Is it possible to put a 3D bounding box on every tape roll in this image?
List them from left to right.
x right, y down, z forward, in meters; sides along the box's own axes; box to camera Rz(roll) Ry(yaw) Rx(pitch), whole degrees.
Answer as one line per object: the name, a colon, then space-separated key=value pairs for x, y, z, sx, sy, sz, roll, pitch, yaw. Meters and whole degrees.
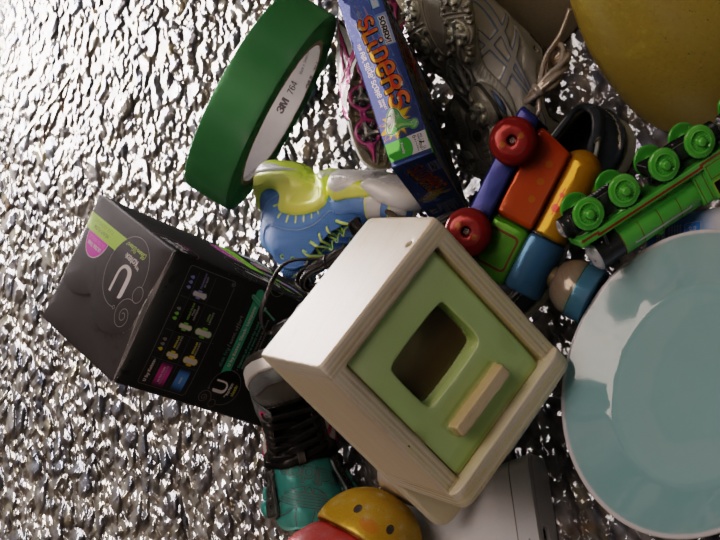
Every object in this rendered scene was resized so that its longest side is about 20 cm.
tape roll: x=-0.090 y=-0.155 z=1.231 sx=0.048 sy=0.200 sz=0.202 roll=29 pitch=97 yaw=3

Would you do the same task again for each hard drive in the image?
hard drive: x=0.064 y=0.233 z=1.021 sx=0.199 sy=0.027 sz=0.134 roll=-28 pitch=55 yaw=36

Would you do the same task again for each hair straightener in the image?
hair straightener: x=0.000 y=0.000 z=1.078 sx=0.198 sy=0.041 sz=0.078 roll=-26 pitch=55 yaw=22

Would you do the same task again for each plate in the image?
plate: x=0.216 y=0.073 z=0.867 sx=0.199 sy=0.025 sz=0.203 roll=-21 pitch=59 yaw=40

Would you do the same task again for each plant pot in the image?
plant pot: x=0.225 y=-0.216 z=0.956 sx=0.198 sy=0.141 sz=0.203 roll=-20 pitch=60 yaw=38

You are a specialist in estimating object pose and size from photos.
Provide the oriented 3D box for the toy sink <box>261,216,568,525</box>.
toy sink: x=0.055 y=0.078 z=0.931 sx=0.131 sy=0.200 sz=0.112 roll=-50 pitch=22 yaw=-17

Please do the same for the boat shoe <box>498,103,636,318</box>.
boat shoe: x=0.135 y=-0.037 z=1.032 sx=0.201 sy=0.061 sz=0.075 roll=-54 pitch=50 yaw=17

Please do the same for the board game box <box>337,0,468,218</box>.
board game box: x=0.037 y=-0.123 z=1.050 sx=0.034 sy=0.200 sz=0.137 roll=-20 pitch=77 yaw=8

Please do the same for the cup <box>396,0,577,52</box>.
cup: x=0.089 y=-0.280 z=1.121 sx=0.199 sy=0.142 sz=0.203 roll=-20 pitch=61 yaw=40

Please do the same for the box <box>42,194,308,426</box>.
box: x=-0.149 y=0.040 z=1.191 sx=0.148 sy=0.199 sz=0.126 roll=30 pitch=96 yaw=48

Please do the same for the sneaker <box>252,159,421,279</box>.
sneaker: x=-0.021 y=-0.039 z=1.203 sx=0.199 sy=0.075 sz=0.107 roll=13 pitch=101 yaw=47

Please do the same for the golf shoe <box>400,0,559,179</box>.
golf shoe: x=0.097 y=-0.178 z=1.059 sx=0.078 sy=0.097 sz=0.203 roll=-2 pitch=109 yaw=54

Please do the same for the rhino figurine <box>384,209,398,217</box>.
rhino figurine: x=0.021 y=0.049 z=1.102 sx=0.087 sy=0.059 sz=0.203 roll=-10 pitch=77 yaw=43

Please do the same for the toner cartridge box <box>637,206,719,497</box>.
toner cartridge box: x=0.238 y=0.060 z=0.901 sx=0.094 sy=0.043 sz=0.203 roll=-11 pitch=66 yaw=42

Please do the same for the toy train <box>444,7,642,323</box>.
toy train: x=0.150 y=-0.072 z=0.951 sx=0.115 sy=0.085 sz=0.202 roll=29 pitch=96 yaw=15

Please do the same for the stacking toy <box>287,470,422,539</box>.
stacking toy: x=-0.003 y=0.213 z=1.007 sx=0.145 sy=0.146 sz=0.202 roll=12 pitch=67 yaw=47

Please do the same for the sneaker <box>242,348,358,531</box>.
sneaker: x=-0.050 y=0.143 z=1.079 sx=0.082 sy=0.201 sz=0.122 roll=-12 pitch=66 yaw=-1

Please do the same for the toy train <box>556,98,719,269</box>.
toy train: x=0.222 y=-0.068 z=0.905 sx=0.199 sy=0.057 sz=0.042 roll=-33 pitch=13 yaw=-2

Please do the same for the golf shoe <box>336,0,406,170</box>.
golf shoe: x=0.015 y=-0.174 z=1.216 sx=0.092 sy=0.071 sz=0.203 roll=112 pitch=158 yaw=-63
